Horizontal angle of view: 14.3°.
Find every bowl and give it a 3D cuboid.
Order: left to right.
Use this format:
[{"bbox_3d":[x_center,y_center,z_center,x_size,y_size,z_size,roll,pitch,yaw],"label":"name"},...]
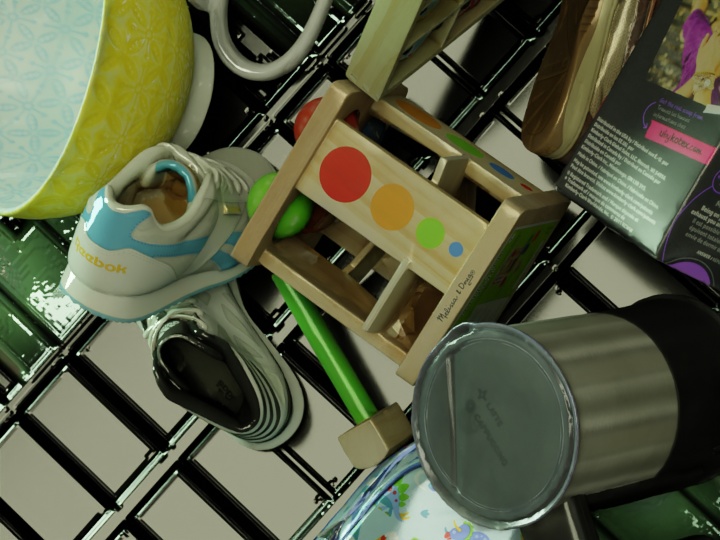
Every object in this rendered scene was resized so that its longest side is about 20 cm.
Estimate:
[{"bbox_3d":[-0.155,-0.121,1.784,0.107,0.200,0.201,13,84,-28],"label":"bowl"}]

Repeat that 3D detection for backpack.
[{"bbox_3d":[0.039,0.192,1.719,0.163,0.154,0.200,36,76,11],"label":"backpack"}]

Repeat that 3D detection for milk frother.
[{"bbox_3d":[0.171,0.079,1.624,0.200,0.188,0.181,-46,67,33],"label":"milk frother"}]

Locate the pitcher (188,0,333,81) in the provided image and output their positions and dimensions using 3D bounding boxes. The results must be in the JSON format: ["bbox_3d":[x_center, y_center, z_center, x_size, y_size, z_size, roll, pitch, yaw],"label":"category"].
[{"bbox_3d":[-0.035,-0.229,1.798,0.199,0.121,0.172,-29,99,15],"label":"pitcher"}]

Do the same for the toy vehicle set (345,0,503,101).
[{"bbox_3d":[0.074,-0.194,1.709,0.026,0.124,0.200,38,47,13],"label":"toy vehicle set"}]

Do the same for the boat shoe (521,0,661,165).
[{"bbox_3d":[0.165,-0.153,1.752,0.072,0.072,0.201,24,78,-19],"label":"boat shoe"}]

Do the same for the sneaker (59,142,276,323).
[{"bbox_3d":[-0.103,-0.038,1.740,0.076,0.200,0.081,29,121,15],"label":"sneaker"}]

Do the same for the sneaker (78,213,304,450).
[{"bbox_3d":[-0.112,0.020,1.769,0.076,0.115,0.201,-40,78,3],"label":"sneaker"}]

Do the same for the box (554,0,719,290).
[{"bbox_3d":[0.228,-0.096,1.692,0.106,0.122,0.200,39,102,47],"label":"box"}]

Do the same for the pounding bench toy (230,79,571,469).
[{"bbox_3d":[0.000,0.000,1.745,0.156,0.124,0.200,34,104,13],"label":"pounding bench toy"}]
